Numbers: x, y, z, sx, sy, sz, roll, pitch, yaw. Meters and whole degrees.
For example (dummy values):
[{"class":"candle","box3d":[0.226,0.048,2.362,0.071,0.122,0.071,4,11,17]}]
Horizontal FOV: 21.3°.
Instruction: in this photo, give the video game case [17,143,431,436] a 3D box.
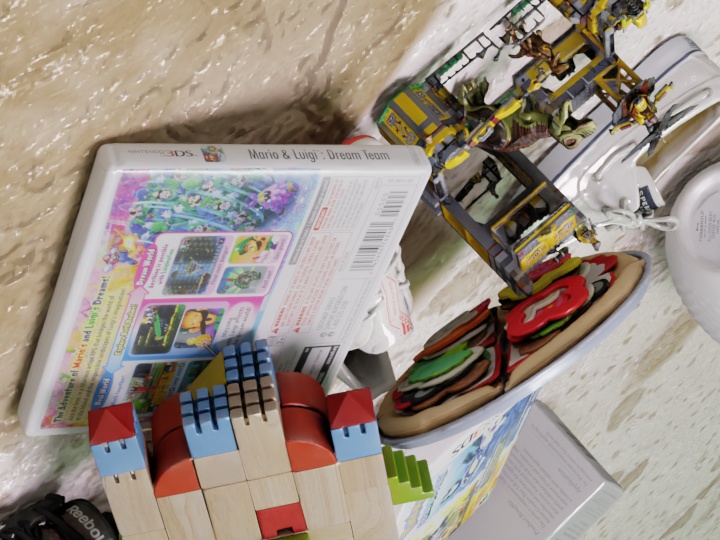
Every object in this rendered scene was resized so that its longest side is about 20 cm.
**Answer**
[{"class":"video game case","box3d":[-0.075,0.012,1.019,0.180,0.024,0.201,-2,137,-28]}]

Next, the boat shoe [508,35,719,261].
[{"class":"boat shoe","box3d":[0.178,-0.056,1.287,0.202,0.086,0.075,-45,156,3]}]

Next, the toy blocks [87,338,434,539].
[{"class":"toy blocks","box3d":[-0.063,0.101,1.047,0.198,0.100,0.138,-11,133,-1]}]

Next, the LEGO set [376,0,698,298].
[{"class":"LEGO set","box3d":[0.114,-0.078,1.110,0.199,0.116,0.154,-37,158,-15]}]

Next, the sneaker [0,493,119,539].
[{"class":"sneaker","box3d":[-0.196,0.172,1.105,0.098,0.071,0.200,-48,158,12]}]

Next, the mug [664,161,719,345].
[{"class":"mug","box3d":[0.320,-0.037,1.498,0.175,0.146,0.202,33,73,-58]}]

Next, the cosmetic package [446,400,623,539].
[{"class":"cosmetic package","box3d":[0.115,0.217,1.619,0.200,0.102,0.074,-45,155,6]}]

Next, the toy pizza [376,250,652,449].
[{"class":"toy pizza","box3d":[0.086,0.038,1.157,0.199,0.032,0.200,-33,-170,6]}]

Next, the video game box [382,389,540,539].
[{"class":"video game box","box3d":[0.058,0.155,1.466,0.182,0.047,0.201,-35,156,-37]}]

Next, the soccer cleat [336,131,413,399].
[{"class":"soccer cleat","box3d":[0.000,0.000,1.106,0.068,0.085,0.201,-30,153,-26]}]
